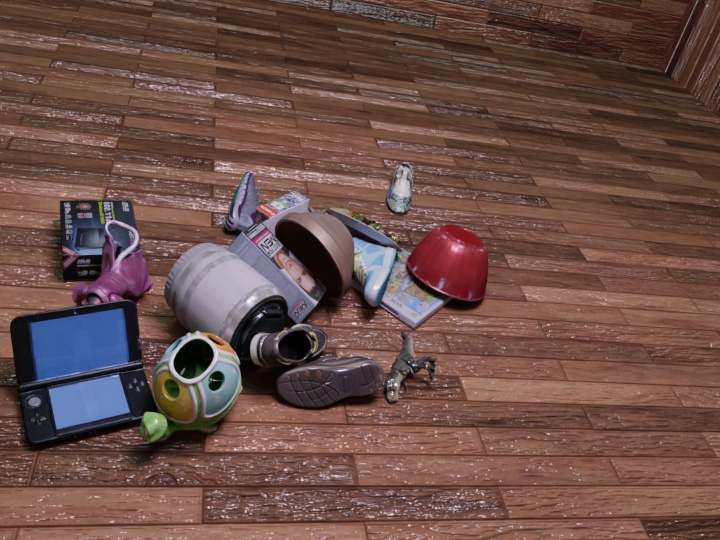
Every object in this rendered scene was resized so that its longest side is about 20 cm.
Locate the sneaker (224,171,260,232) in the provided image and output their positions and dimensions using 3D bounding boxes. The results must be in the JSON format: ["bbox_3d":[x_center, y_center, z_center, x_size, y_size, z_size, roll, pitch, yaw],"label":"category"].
[{"bbox_3d":[-0.260,-0.149,1.650,0.086,0.075,0.203,24,41,-15],"label":"sneaker"}]

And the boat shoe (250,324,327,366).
[{"bbox_3d":[-0.112,0.136,1.254,0.059,0.074,0.199,-4,0,31],"label":"boat shoe"}]

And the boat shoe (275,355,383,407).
[{"bbox_3d":[-0.057,0.195,1.255,0.194,0.077,0.073,-2,12,-15],"label":"boat shoe"}]

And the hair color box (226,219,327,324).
[{"bbox_3d":[-0.163,0.001,1.384,0.200,0.061,0.099,46,22,-5],"label":"hair color box"}]

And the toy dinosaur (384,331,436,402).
[{"bbox_3d":[0.102,0.179,1.345,0.086,0.049,0.201,12,31,9],"label":"toy dinosaur"}]

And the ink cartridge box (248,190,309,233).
[{"bbox_3d":[-0.198,-0.092,1.543,0.050,0.111,0.199,31,38,24],"label":"ink cartridge box"}]

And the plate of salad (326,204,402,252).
[{"bbox_3d":[0.012,-0.098,1.594,0.196,0.049,0.200,28,-5,3],"label":"plate of salad"}]

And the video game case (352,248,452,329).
[{"bbox_3d":[0.105,0.034,1.559,0.180,0.022,0.198,33,39,24],"label":"video game case"}]

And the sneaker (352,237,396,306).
[{"bbox_3d":[0.000,0.000,1.486,0.127,0.081,0.201,18,26,3],"label":"sneaker"}]

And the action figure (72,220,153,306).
[{"bbox_3d":[-0.442,0.028,1.262,0.130,0.152,0.201,17,28,-3],"label":"action figure"}]

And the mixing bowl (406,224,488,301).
[{"bbox_3d":[0.212,-0.033,1.579,0.195,0.111,0.201,19,23,-8],"label":"mixing bowl"}]

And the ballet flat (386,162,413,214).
[{"bbox_3d":[0.110,-0.227,1.876,0.072,0.076,0.202,12,36,-4],"label":"ballet flat"}]

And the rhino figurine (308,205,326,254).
[{"bbox_3d":[-0.097,-0.083,1.586,0.058,0.089,0.202,6,33,-14],"label":"rhino figurine"}]

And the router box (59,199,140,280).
[{"bbox_3d":[-0.531,-0.066,1.426,0.146,0.063,0.202,-2,39,-25],"label":"router box"}]

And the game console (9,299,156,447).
[{"bbox_3d":[-0.436,0.158,1.109,0.195,0.121,0.173,-9,41,-29],"label":"game console"}]

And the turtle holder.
[{"bbox_3d":[-0.276,0.177,1.108,0.182,0.133,0.143,-23,65,-21],"label":"turtle holder"}]

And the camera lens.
[{"bbox_3d":[-0.240,0.063,1.272,0.198,0.163,0.158,35,40,26],"label":"camera lens"}]

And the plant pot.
[{"bbox_3d":[-0.077,-0.047,1.431,0.199,0.204,0.093,33,58,25],"label":"plant pot"}]
